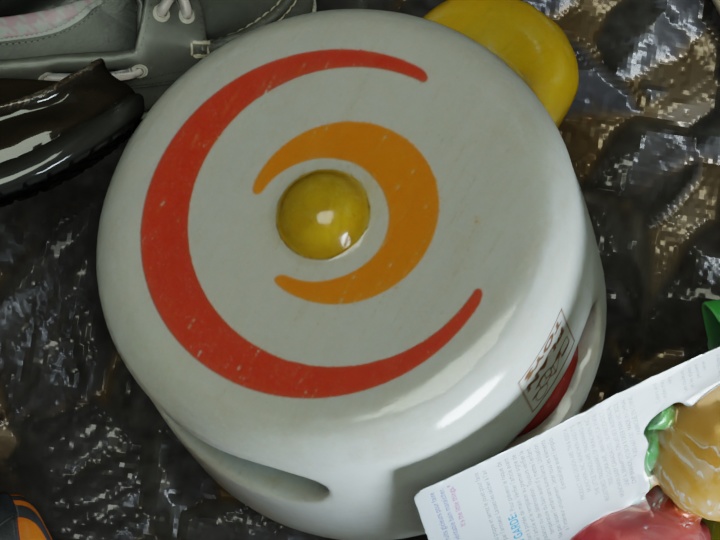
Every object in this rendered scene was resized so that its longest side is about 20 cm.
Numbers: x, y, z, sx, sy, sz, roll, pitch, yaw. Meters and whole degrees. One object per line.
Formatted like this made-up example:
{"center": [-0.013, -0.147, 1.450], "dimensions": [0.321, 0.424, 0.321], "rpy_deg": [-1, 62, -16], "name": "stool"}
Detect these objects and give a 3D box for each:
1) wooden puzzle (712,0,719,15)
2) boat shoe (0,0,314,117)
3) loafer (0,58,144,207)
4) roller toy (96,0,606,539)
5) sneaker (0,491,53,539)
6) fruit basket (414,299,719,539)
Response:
{"center": [0.237, -0.132, 1.185], "dimensions": [0.185, 0.037, 0.200], "rpy_deg": [-27, 90, -7], "name": "wooden puzzle"}
{"center": [-0.116, -0.097, 1.127], "dimensions": [0.200, 0.057, 0.067], "rpy_deg": [-12, 63, -5], "name": "boat shoe"}
{"center": [-0.181, -0.049, 1.063], "dimensions": [0.200, 0.073, 0.071], "rpy_deg": [-16, 90, -2], "name": "loafer"}
{"center": [0.000, 0.000, 1.072], "dimensions": [0.200, 0.140, 0.183], "rpy_deg": [-15, 67, 5], "name": "roller toy"}
{"center": [-0.081, 0.166, 1.098], "dimensions": [0.112, 0.078, 0.200], "rpy_deg": [-20, 106, -13], "name": "sneaker"}
{"center": [0.123, 0.088, 1.089], "dimensions": [0.200, 0.185, 0.094], "rpy_deg": [-22, 50, -2], "name": "fruit basket"}
